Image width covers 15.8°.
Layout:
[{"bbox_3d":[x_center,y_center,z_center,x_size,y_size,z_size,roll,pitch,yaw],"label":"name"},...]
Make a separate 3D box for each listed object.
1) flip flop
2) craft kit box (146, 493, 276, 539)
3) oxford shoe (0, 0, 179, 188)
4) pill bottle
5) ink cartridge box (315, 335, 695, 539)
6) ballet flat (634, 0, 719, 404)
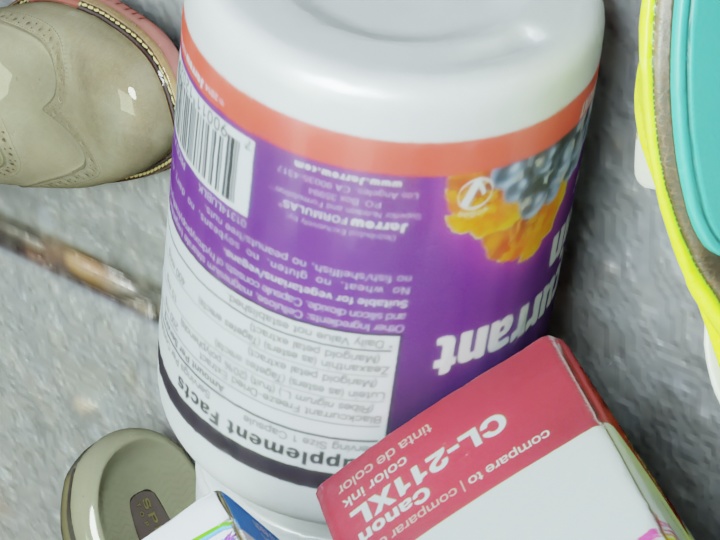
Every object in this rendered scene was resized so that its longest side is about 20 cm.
[{"bbox_3d":[-0.036,0.143,0.898,0.057,0.081,0.201,-27,88,37],"label":"flip flop"},{"bbox_3d":[0.025,0.179,0.685,0.198,0.048,0.200,57,-175,36],"label":"craft kit box"},{"bbox_3d":[-0.133,-0.051,0.868,0.199,0.075,0.071,4,116,46],"label":"oxford shoe"},{"bbox_3d":[0.000,0.000,0.728,0.111,0.111,0.201,33,135,29],"label":"pill bottle"},{"bbox_3d":[0.075,0.134,0.644,0.146,0.083,0.200,55,-174,-31],"label":"ink cartridge box"},{"bbox_3d":[0.102,-0.009,0.657,0.067,0.067,0.201,21,133,65],"label":"ballet flat"}]
